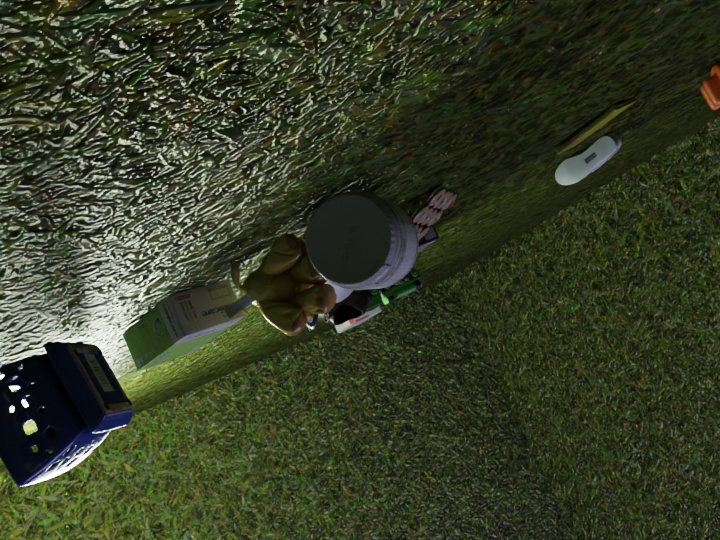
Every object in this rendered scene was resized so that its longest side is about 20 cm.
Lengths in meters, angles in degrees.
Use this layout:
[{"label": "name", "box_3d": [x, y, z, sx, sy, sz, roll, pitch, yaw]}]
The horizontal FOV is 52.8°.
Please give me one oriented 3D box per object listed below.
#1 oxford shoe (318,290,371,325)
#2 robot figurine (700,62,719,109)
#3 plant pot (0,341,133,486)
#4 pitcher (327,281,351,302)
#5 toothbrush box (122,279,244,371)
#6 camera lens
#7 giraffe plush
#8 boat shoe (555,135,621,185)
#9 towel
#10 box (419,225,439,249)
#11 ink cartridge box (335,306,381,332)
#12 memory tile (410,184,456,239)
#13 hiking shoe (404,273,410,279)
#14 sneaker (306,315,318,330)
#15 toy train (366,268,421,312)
[{"label": "oxford shoe", "box_3d": [-0.076, 0.091, 1.717, 0.199, 0.073, 0.085, -12, -142, 24]}, {"label": "robot figurine", "box_3d": [0.889, -0.447, 1.656, 0.199, 0.117, 0.144, -27, 130, 13]}, {"label": "plant pot", "box_3d": [-0.527, 0.234, 1.269, 0.179, 0.201, 0.200, -33, 173, -2]}, {"label": "pitcher", "box_3d": [-0.083, -0.005, 1.482, 0.170, 0.122, 0.200, 3, 161, -10]}, {"label": "toothbrush box", "box_3d": [-0.344, 0.107, 1.403, 0.145, 0.087, 0.200, -18, 170, -47]}, {"label": "camera lens", "box_3d": [0.006, -0.048, 1.226, 0.159, 0.161, 0.200, -28, 172, 14]}, {"label": "giraffe plush", "box_3d": [-0.133, 0.034, 1.336, 0.199, 0.174, 0.162, -19, 175, 12]}, {"label": "boat shoe", "box_3d": [0.625, -0.296, 1.976, 0.065, 0.074, 0.200, -12, 166, -45]}, {"label": "towel", "box_3d": [0.534, -0.330, 1.654, 0.086, 0.018, 0.200, -28, 174, -32]}, {"label": "box", "box_3d": [0.095, -0.051, 1.974, 0.199, 0.049, 0.161, -22, 170, -32]}, {"label": "ink cartridge box", "box_3d": [-0.020, 0.186, 3.108, 0.144, 0.084, 0.200, -22, 171, -29]}, {"label": "memory tile", "box_3d": [0.147, -0.120, 1.599, 0.153, 0.017, 0.200, -47, 169, 12]}, {"label": "hiking shoe", "box_3d": [0.027, -0.042, 1.640, 0.199, 0.102, 0.076, 15, 170, -25]}, {"label": "sneaker", "box_3d": [-0.098, 0.070, 1.669, 0.198, 0.131, 0.079, -13, -163, -19]}, {"label": "toy train", "box_3d": [0.074, 0.051, 1.799, 0.199, 0.057, 0.042, -22, 172, -29]}]
